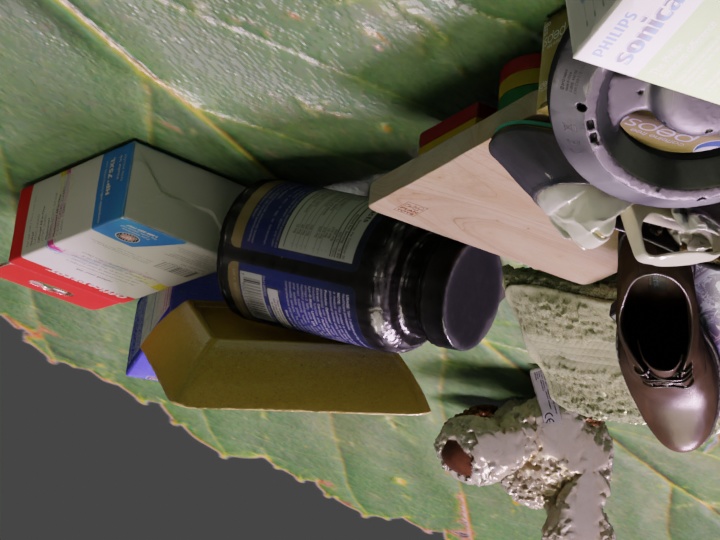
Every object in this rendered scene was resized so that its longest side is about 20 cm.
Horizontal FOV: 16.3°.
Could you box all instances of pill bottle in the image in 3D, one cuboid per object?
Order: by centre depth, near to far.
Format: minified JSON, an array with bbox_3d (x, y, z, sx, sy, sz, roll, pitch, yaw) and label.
[{"bbox_3d":[0.000,0.000,1.875,0.200,0.112,0.112,13,166,32],"label":"pill bottle"}]

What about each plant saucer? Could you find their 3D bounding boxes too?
[{"bbox_3d":[-0.060,0.063,1.945,0.199,0.049,0.200,3,-168,-13],"label":"plant saucer"}]

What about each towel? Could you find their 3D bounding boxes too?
[{"bbox_3d":[0.196,0.061,1.896,0.200,0.036,0.149,5,133,50],"label":"towel"}]

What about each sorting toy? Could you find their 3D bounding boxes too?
[{"bbox_3d":[0.143,-0.076,1.742,0.200,0.070,0.199,19,153,-30],"label":"sorting toy"}]

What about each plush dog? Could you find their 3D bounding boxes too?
[{"bbox_3d":[0.173,0.170,2.367,0.200,0.161,0.172,38,169,-6],"label":"plush dog"}]

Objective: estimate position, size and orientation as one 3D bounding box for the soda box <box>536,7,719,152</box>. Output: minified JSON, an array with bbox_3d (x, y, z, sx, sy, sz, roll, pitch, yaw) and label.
[{"bbox_3d":[0.215,-0.114,1.626,0.199,0.068,0.064,16,158,-24],"label":"soda box"}]

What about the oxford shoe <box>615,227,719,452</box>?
[{"bbox_3d":[0.208,0.059,1.745,0.072,0.085,0.200,-7,127,16],"label":"oxford shoe"}]

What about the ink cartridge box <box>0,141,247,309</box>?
[{"bbox_3d":[-0.195,-0.031,1.976,0.116,0.067,0.200,22,155,-36],"label":"ink cartridge box"}]

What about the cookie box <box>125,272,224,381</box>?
[{"bbox_3d":[-0.096,0.045,2.141,0.171,0.075,0.200,10,160,-14],"label":"cookie box"}]

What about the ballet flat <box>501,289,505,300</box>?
[{"bbox_3d":[0.064,-0.006,2.013,0.067,0.046,0.200,-34,153,13],"label":"ballet flat"}]

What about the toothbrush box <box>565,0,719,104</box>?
[{"bbox_3d":[0.234,-0.166,1.403,0.199,0.086,0.146,14,140,-24],"label":"toothbrush box"}]

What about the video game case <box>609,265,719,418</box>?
[{"bbox_3d":[0.296,0.055,1.785,0.200,0.019,0.143,41,124,-18],"label":"video game case"}]

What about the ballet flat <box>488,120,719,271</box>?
[{"bbox_3d":[0.174,-0.042,1.642,0.199,0.073,0.073,16,158,-24],"label":"ballet flat"}]

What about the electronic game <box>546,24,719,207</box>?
[{"bbox_3d":[0.212,-0.119,1.541,0.199,0.042,0.200,-6,132,-7],"label":"electronic game"}]
